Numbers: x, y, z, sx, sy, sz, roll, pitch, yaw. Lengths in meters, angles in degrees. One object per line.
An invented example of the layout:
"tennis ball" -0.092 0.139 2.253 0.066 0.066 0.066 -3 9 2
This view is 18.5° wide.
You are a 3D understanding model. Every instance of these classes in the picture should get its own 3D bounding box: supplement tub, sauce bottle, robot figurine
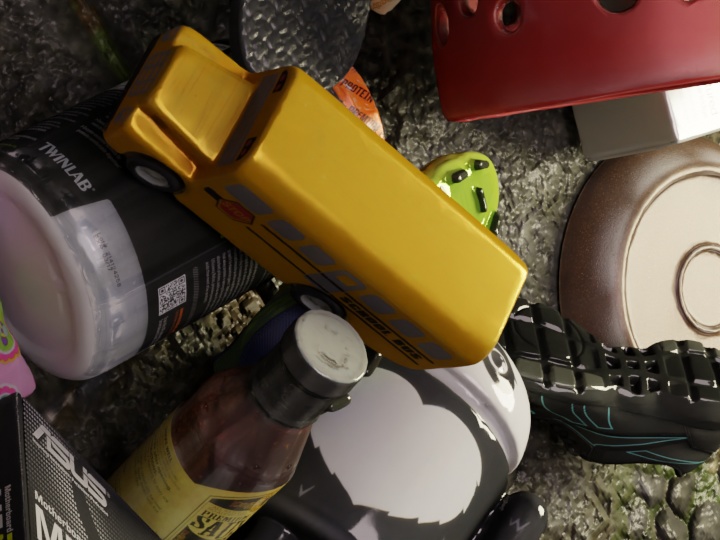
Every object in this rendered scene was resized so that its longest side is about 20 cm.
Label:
"supplement tub" -0.090 -0.039 1.099 0.200 0.122 0.123 -29 104 -33
"sauce bottle" -0.068 0.089 1.061 0.066 0.200 0.066 21 46 -24
"robot figurine" 0.006 0.109 1.158 0.200 0.125 0.150 -52 124 -26

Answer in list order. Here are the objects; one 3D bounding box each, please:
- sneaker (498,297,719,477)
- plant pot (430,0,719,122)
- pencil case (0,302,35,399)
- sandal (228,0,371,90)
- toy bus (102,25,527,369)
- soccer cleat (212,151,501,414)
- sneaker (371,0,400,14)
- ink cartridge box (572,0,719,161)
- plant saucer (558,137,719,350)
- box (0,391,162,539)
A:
"sneaker" 0.128 0.076 1.279 0.200 0.079 0.075 15 37 -15
"plant pot" 0.130 -0.179 1.159 0.200 0.200 0.183 -8 91 -36
"pencil case" -0.218 -0.013 1.030 0.087 0.087 0.200 -26 102 -34
"sandal" -0.030 -0.156 1.106 0.075 0.048 0.201 39 47 -29
"toy bus" -0.020 -0.032 1.025 0.200 0.078 0.065 39 65 -27
"soccer cleat" 0.000 0.000 1.139 0.200 0.084 0.065 -47 127 -34
"sneaker" -0.018 -0.185 1.190 0.200 0.074 0.116 -34 104 -34
"ink cartridge box" 0.216 -0.162 1.346 0.200 0.083 0.145 -18 95 -36
"plant saucer" 0.207 0.012 1.369 0.200 0.032 0.201 2 87 -35
"box" -0.112 0.174 0.989 0.200 0.044 0.160 54 16 -39
